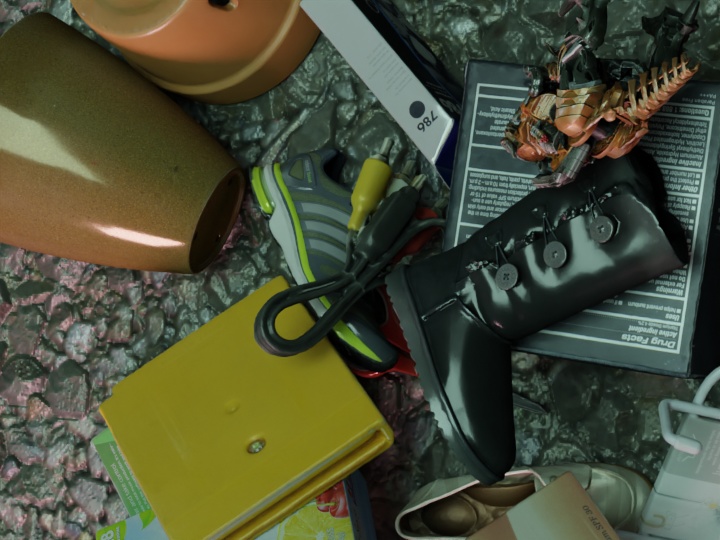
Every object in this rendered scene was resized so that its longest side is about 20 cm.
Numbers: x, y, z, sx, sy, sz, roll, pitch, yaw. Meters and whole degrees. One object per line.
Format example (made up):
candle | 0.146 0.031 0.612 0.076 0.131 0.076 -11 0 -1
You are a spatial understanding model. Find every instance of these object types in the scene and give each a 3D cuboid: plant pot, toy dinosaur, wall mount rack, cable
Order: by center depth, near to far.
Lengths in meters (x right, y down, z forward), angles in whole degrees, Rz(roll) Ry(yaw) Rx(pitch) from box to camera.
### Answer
toy dinosaur | 0.161 -0.115 1.421 0.200 0.102 0.136 7 71 47
wall mount rack | 0.266 0.165 1.496 0.173 0.075 0.201 13 119 -8
cable | 0.000 0.000 1.628 0.200 0.097 0.050 -51 17 -21
plant pot | -0.140 -0.239 1.725 0.199 0.140 0.201 -3 84 29
plant pot | -0.198 -0.077 1.737 0.199 0.186 0.187 26 98 13

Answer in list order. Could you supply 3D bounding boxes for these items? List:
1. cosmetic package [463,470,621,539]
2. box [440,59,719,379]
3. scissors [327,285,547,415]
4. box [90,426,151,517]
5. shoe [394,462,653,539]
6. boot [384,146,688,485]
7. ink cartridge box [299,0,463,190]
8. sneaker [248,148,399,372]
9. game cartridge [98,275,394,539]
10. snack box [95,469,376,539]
cosmetic package | 0.080 0.231 1.451 0.200 0.087 0.104 -33 77 -17
box | 0.170 -0.034 1.551 0.199 0.123 0.199 9 89 27
scissors | 0.050 0.078 1.671 0.200 0.014 0.073 37 101 24
box | -0.105 0.141 1.736 0.200 0.036 0.145 -36 71 20
shoe | 0.118 0.177 1.602 0.199 0.053 0.070 -8 82 27
boot | 0.131 0.029 1.469 0.199 0.066 0.165 -28 76 18
ink cartridge box | 0.043 -0.133 1.641 0.039 0.099 0.200 -44 69 17
sneaker | -0.015 -0.014 1.672 0.081 0.074 0.200 -29 66 2
game cartridge | -0.088 0.109 1.623 0.176 0.032 0.200 -33 39 -3
snack box | -0.085 0.228 1.575 0.199 0.068 0.169 -24 40 9
